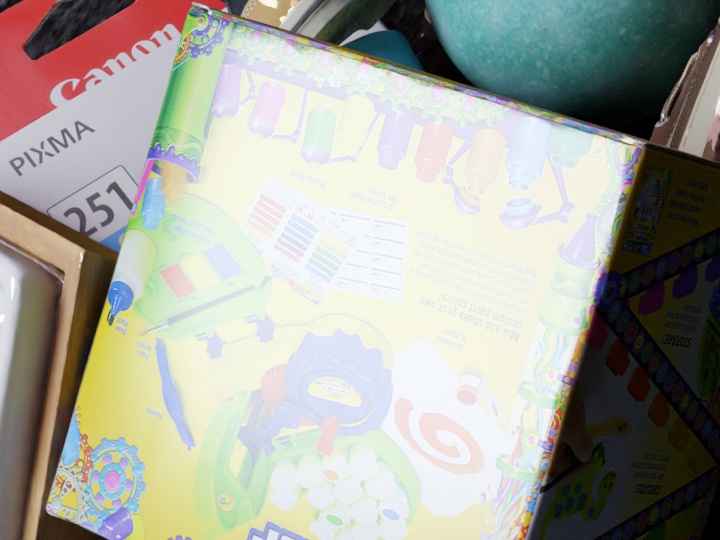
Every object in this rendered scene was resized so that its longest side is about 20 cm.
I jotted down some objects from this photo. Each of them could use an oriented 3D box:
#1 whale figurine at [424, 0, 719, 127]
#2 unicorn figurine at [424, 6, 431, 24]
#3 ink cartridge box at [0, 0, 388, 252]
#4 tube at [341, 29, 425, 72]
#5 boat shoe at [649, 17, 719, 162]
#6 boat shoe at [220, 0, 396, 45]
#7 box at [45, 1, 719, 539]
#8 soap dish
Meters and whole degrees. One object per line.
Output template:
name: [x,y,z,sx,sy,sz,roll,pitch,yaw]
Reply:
whale figurine: [0.093,-0.158,1.041,0.158,0.104,0.201,15,93,20]
unicorn figurine: [0.085,-0.157,1.154,0.138,0.074,0.200,-52,36,12]
ink cartridge box: [-0.094,-0.080,1.177,0.199,0.045,0.176,-33,66,-17]
tube: [0.038,0.002,1.033,0.077,0.050,0.201,-36,71,32]
boat shoe: [0.146,-0.066,1.002,0.075,0.075,0.203,9,69,60]
boat shoe: [-0.009,-0.135,1.103,0.075,0.062,0.200,-50,-4,26]
box: [0.020,0.030,0.930,0.199,0.122,0.194,21,96,35]
soap dish: [-0.150,0.045,1.039,0.200,0.081,0.159,25,108,54]
